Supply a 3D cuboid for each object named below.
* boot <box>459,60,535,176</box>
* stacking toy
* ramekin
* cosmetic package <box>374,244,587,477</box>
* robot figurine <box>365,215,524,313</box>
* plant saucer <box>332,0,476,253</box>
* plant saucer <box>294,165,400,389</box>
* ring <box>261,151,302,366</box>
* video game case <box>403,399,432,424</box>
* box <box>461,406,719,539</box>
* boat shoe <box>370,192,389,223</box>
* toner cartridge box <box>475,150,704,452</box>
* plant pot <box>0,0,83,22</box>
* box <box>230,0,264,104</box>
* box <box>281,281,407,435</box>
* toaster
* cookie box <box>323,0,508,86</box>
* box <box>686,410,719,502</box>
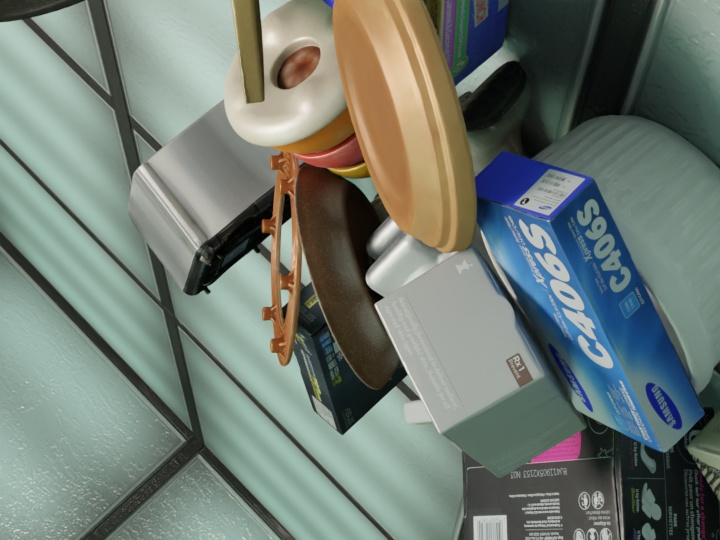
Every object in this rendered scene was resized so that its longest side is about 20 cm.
[{"bbox_3d":[0.122,-0.081,1.214,0.131,0.068,0.200,45,170,-5],"label":"boot"},{"bbox_3d":[-0.009,-0.123,1.358,0.146,0.147,0.200,30,170,44],"label":"stacking toy"},{"bbox_3d":[0.187,-0.013,1.110,0.200,0.105,0.201,43,162,17],"label":"ramekin"},{"bbox_3d":[0.089,0.069,1.127,0.108,0.090,0.200,63,-170,23],"label":"cosmetic package"},{"bbox_3d":[0.098,0.021,1.334,0.199,0.171,0.113,31,127,-21],"label":"robot figurine"},{"bbox_3d":[0.023,-0.105,1.038,0.200,0.037,0.202,163,90,-82],"label":"plant saucer"},{"bbox_3d":[0.000,0.000,1.376,0.200,0.036,0.202,-20,-90,-76],"label":"plant saucer"},{"bbox_3d":[-0.072,-0.016,1.432,0.200,0.019,0.203,180,90,-81],"label":"ring"},{"bbox_3d":[0.151,0.106,1.351,0.200,0.180,0.023,158,105,-72],"label":"video game case"},{"bbox_3d":[0.186,0.181,1.316,0.199,0.114,0.134,-16,73,55],"label":"box"},{"bbox_3d":[0.092,-0.006,1.459,0.200,0.057,0.067,43,128,7],"label":"boat shoe"},{"bbox_3d":[0.144,0.021,1.036,0.095,0.043,0.201,26,152,56],"label":"toner cartridge box"},{"bbox_3d":[-0.239,-0.340,1.339,0.176,0.200,0.201,12,142,43],"label":"plant pot"},{"bbox_3d":[-0.091,-0.251,1.191,0.164,0.021,0.202,-97,3,-55],"label":"box"},{"bbox_3d":[0.008,0.054,1.594,0.051,0.158,0.201,37,159,28],"label":"box"},{"bbox_3d":[-0.130,-0.082,1.603,0.119,0.180,0.200,48,163,4],"label":"toaster"},{"bbox_3d":[0.011,-0.240,1.107,0.200,0.075,0.172,43,162,19],"label":"cookie box"},{"bbox_3d":[0.338,0.192,1.234,0.201,0.068,0.082,56,160,-19],"label":"box"}]
